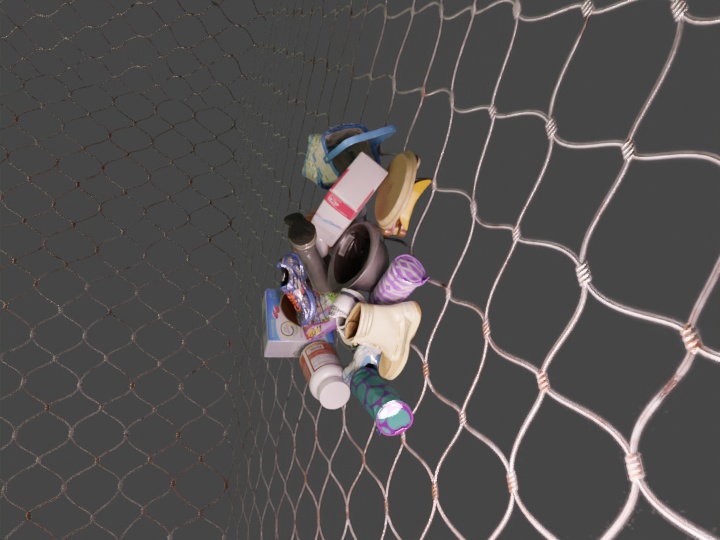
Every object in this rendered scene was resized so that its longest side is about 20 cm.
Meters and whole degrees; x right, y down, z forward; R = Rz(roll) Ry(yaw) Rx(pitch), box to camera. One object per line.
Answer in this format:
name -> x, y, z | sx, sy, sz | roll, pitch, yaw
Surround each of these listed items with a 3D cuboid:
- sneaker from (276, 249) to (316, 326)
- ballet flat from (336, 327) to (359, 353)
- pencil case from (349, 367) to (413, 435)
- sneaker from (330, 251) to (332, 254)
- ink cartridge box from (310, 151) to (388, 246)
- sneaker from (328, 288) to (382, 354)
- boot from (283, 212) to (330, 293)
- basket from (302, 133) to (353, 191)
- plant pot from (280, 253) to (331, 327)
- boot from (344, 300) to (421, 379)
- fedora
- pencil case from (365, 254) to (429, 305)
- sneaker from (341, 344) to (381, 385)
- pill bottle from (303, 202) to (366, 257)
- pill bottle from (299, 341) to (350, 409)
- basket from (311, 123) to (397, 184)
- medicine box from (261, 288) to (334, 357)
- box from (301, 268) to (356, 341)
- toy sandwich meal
sneaker -> -0.172, 0.050, 1.594 | 0.075, 0.078, 0.202 | -6, 98, 56
ballet flat -> -0.027, 0.154, 1.618 | 0.200, 0.072, 0.073 | -124, 44, -59
pencil case -> 0.042, 0.293, 1.378 | 0.200, 0.085, 0.093 | -140, 35, -66
sneaker -> -0.045, -0.074, 1.741 | 0.200, 0.071, 0.080 | -145, 43, -60
ink cartridge box -> -0.035, -0.166, 1.459 | 0.148, 0.085, 0.200 | -55, 6, -30
sneaker -> -0.007, 0.131, 1.381 | 0.076, 0.200, 0.081 | 2, 48, 43
boot -> -0.118, -0.024, 1.476 | 0.182, 0.072, 0.201 | -115, 9, -60
basket -> -0.060, -0.306, 1.740 | 0.199, 0.139, 0.178 | 30, 112, 38
plant pot -> -0.132, 0.038, 1.811 | 0.201, 0.186, 0.188 | -88, 17, -49
boot -> 0.034, 0.154, 1.334 | 0.073, 0.154, 0.201 | 56, 136, 48
fedora -> 0.006, -0.018, 1.446 | 0.177, 0.090, 0.201 | -40, 36, 30
pencil case -> 0.074, 0.050, 1.370 | 0.086, 0.084, 0.200 | 45, 142, 13
sneaker -> 0.005, 0.245, 1.522 | 0.073, 0.072, 0.200 | 50, 148, 19
pill bottle -> -0.076, -0.127, 1.624 | 0.112, 0.200, 0.113 | 27, 140, 25
pill bottle -> -0.096, 0.291, 1.702 | 0.200, 0.111, 0.113 | -126, 46, -60
basket -> -0.022, -0.303, 1.548 | 0.199, 0.176, 0.140 | -19, 94, 50
medicine box -> -0.193, 0.160, 1.864 | 0.103, 0.198, 0.183 | 114, 153, -51
box -> -0.090, 0.085, 1.613 | 0.200, 0.039, 0.138 | -36, 66, 37
toy sandwich meal -> 0.095, -0.171, 1.399 | 0.205, 0.070, 0.207 | -162, 90, -71
